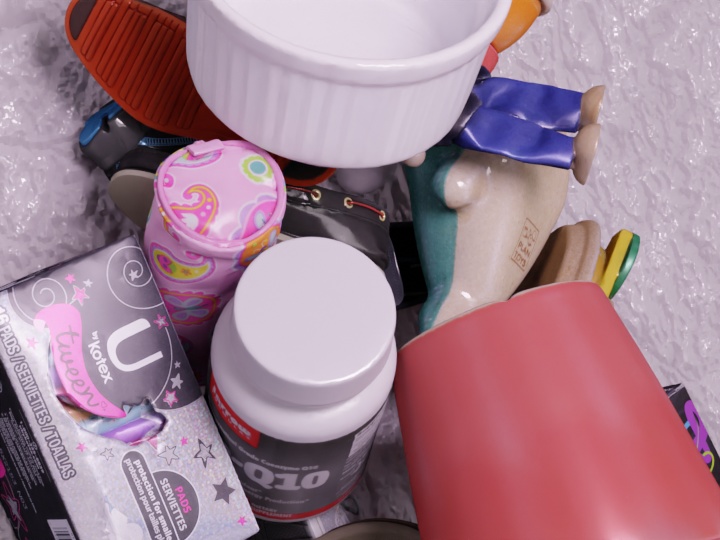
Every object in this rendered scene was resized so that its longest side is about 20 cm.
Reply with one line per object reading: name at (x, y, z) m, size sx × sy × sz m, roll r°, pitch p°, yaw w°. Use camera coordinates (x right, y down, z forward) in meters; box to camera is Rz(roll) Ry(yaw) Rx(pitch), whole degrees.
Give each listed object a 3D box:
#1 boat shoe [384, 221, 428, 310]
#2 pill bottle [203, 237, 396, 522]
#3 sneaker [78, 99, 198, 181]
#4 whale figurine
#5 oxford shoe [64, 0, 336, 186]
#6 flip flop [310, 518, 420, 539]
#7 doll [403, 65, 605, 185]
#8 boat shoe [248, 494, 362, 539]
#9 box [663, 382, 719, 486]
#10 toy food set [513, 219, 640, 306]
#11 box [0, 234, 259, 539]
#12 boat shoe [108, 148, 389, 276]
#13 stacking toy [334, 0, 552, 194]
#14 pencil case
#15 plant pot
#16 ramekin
boat shoe at (0.000, 0.000, 1.510) m, size 0.199 × 0.062 × 0.075 m, roll -10°, pitch 88°, yaw -33°
pill bottle at (-0.039, 0.068, 1.323) m, size 0.113 × 0.200 × 0.115 m, roll 3°, pitch 62°, yaw -6°
sneaker at (-0.102, -0.121, 1.467) m, size 0.200 × 0.073 × 0.082 m, roll -45°, pitch 109°, yaw -20°
whale figurine at (0.071, -0.036, 1.479) m, size 0.159 × 0.103 × 0.201 m, roll 38°, pitch 67°, yaw -61°
oxford shoe at (-0.100, -0.125, 1.400) m, size 0.199 × 0.071 × 0.073 m, roll 32°, pitch 26°, yaw -8°
flip flop at (-0.039, 0.205, 1.379) m, size 0.198 × 0.058 × 0.082 m, roll -2°, pitch 103°, yaw 9°
doll at (0.056, -0.114, 1.397) m, size 0.199 × 0.049 × 0.137 m, roll 14°, pitch 44°, yaw 0°
boat shoe at (-0.016, 0.202, 1.457) m, size 0.065 × 0.074 × 0.203 m, roll -37°, pitch 106°, yaw -38°
box at (0.235, 0.207, 1.639) m, size 0.143 × 0.036 × 0.201 m, roll -32°, pitch 100°, yaw -33°
toy food set at (0.121, 0.056, 1.498) m, size 0.048 × 0.198 × 0.201 m, roll 29°, pitch 66°, yaw -6°
box at (-0.166, 0.095, 1.334) m, size 0.114 × 0.132 × 0.201 m, roll -26°, pitch 95°, yaw -27°
boat shoe at (-0.071, -0.039, 1.423) m, size 0.200 × 0.074 × 0.063 m, roll 19°, pitch 61°, yaw -21°
stacking toy at (0.039, -0.145, 1.542) m, size 0.146 × 0.146 × 0.201 m, roll 27°, pitch 84°, yaw -26°
pencil case at (-0.101, -0.002, 1.356) m, size 0.087 × 0.200 × 0.088 m, roll 5°, pitch 60°, yaw -9°
plant pot at (0.111, 0.114, 1.318) m, size 0.199 × 0.200 × 0.178 m, roll -11°, pitch 74°, yaw -34°
ramekin at (-0.014, -0.154, 1.315) m, size 0.199 × 0.098 × 0.201 m, roll 7°, pitch 45°, yaw -7°
